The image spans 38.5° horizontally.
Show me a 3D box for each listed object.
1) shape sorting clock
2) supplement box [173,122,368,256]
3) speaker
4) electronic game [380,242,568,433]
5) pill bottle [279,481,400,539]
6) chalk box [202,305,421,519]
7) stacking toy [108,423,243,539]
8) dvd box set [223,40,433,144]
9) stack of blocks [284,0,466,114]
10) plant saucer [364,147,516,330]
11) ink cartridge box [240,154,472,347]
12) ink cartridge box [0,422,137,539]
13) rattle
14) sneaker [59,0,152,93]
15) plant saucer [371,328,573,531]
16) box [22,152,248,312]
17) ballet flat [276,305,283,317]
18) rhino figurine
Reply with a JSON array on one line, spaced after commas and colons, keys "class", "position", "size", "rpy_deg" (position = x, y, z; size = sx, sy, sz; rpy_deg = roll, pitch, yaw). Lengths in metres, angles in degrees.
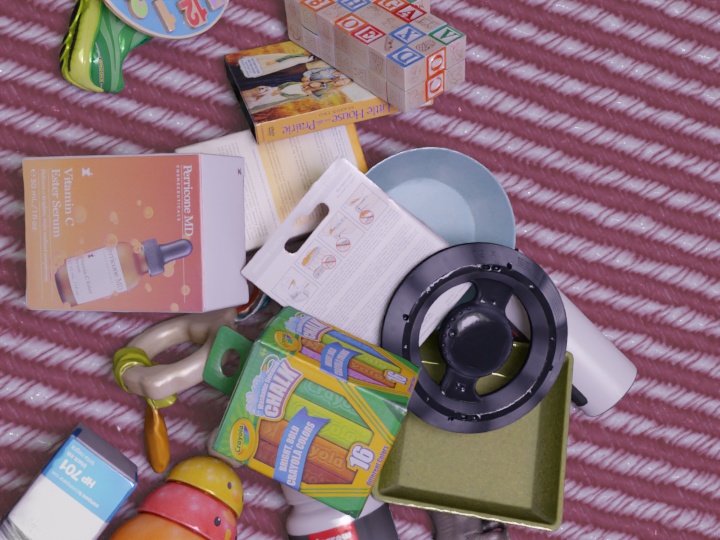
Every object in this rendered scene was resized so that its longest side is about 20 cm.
[{"class": "shape sorting clock", "position": [-0.214, -0.346, 1.096], "size": [0.199, 0.039, 0.202], "rpy_deg": [4, 84, -46]}, {"class": "supplement box", "position": [-0.093, -0.092, 1.129], "size": [0.198, 0.073, 0.127], "rpy_deg": [-16, 88, -14]}, {"class": "speaker", "position": [0.219, 0.069, 1.177], "size": [0.200, 0.081, 0.081], "rpy_deg": [45, 79, -6]}, {"class": "electronic game", "position": [0.118, 0.071, 1.063], "size": [0.198, 0.042, 0.202], "rpy_deg": [-2, 101, -8]}, {"class": "pill bottle", "position": [-0.013, 0.296, 1.094], "size": [0.113, 0.114, 0.202], "rpy_deg": [-18, 89, -12]}, {"class": "chalk box", "position": [-0.059, 0.123, 0.996], "size": [0.199, 0.124, 0.126], "rpy_deg": [23, 106, 4]}, {"class": "stacking toy", "position": [-0.170, 0.244, 1.074], "size": [0.145, 0.146, 0.201], "rpy_deg": [28, 65, -8]}, {"class": "dvd box set", "position": [-0.037, -0.209, 1.128], "size": [0.198, 0.030, 0.147], "rpy_deg": [-14, 45, -12]}, {"class": "stack of blocks", "position": [0.024, -0.257, 1.107], "size": [0.115, 0.059, 0.200], "rpy_deg": [-33, 52, -25]}, {"class": "plant saucer", "position": [0.067, -0.035, 1.113], "size": [0.199, 0.039, 0.203], "rpy_deg": [-2, 105, -9]}, {"class": "ink cartridge box", "position": [0.000, 0.000, 1.068], "size": [0.200, 0.050, 0.161], "rpy_deg": [39, 96, -15]}, {"class": "ink cartridge box", "position": [-0.312, 0.260, 1.019], "size": [0.086, 0.146, 0.200], "rpy_deg": [40, 79, -7]}, {"class": "rattle", "position": [-0.155, 0.105, 1.106], "size": [0.200, 0.130, 0.144], "rpy_deg": [-35, 105, -38]}, {"class": "sneaker", "position": [-0.264, -0.284, 1.122], "size": [0.083, 0.074, 0.202], "rpy_deg": [25, 75, -37]}, {"class": "plant saucer", "position": [0.121, 0.171, 1.113], "size": [0.198, 0.048, 0.202], "rpy_deg": [9, 64, 2]}, {"class": "box", "position": [-0.223, -0.039, 1.033], "size": [0.198, 0.106, 0.154], "rpy_deg": [0, 93, 18]}, {"class": "ballet flat", "position": [-0.063, 0.050, 1.124], "size": [0.069, 0.071, 0.202], "rpy_deg": [16, 82, 13]}, {"class": "rhino figurine", "position": [0.122, 0.295, 1.148], "size": [0.087, 0.060, 0.202], "rpy_deg": [-13, 89, 5]}]
